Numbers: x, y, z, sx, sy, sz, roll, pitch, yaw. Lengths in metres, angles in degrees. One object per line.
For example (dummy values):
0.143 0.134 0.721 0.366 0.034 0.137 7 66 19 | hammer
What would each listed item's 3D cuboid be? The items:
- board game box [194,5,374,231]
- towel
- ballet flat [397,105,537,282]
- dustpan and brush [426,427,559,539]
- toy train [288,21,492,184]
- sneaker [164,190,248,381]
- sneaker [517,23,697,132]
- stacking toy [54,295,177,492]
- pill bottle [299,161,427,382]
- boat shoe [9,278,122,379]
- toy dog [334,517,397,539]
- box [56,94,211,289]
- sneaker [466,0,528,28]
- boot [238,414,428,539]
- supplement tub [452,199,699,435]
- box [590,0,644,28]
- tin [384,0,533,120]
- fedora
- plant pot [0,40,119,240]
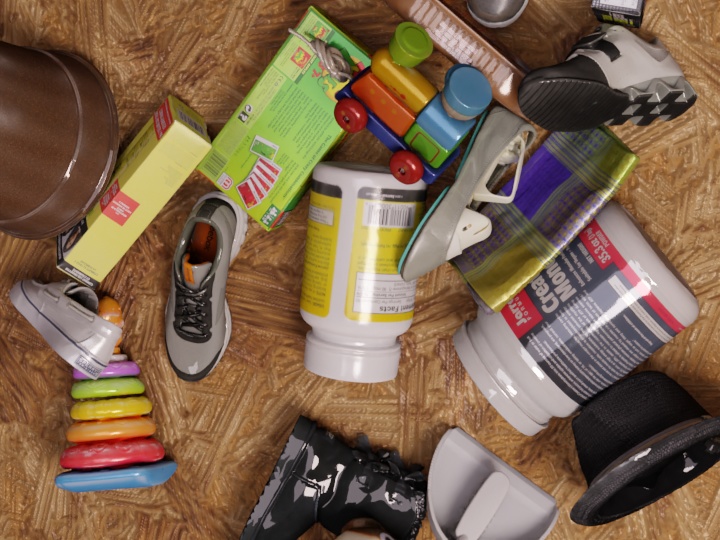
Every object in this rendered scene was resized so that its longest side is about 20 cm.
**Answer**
-0.065 -0.150 1.189 0.101 0.048 0.201 40 104 4 | board game box
0.163 -0.057 1.108 0.023 0.144 0.200 39 103 -26 | towel
0.106 -0.066 1.116 0.063 0.068 0.201 26 72 14 | ballet flat
0.101 0.252 1.138 0.139 0.057 0.200 35 60 5 | dustpan and brush
0.023 -0.182 1.075 0.200 0.085 0.116 43 143 2 | toy train
-0.169 0.020 1.219 0.073 0.079 0.202 13 106 10 | sneaker
0.209 -0.179 1.071 0.074 0.198 0.089 -41 62 48 | sneaker
-0.265 0.128 1.254 0.108 0.116 0.202 -6 85 10 | stacking toy
0.000 0.000 1.162 0.113 0.114 0.202 8 99 11 | pill bottle
-0.297 0.045 1.223 0.066 0.074 0.200 -52 43 -5 | boat shoe
0.015 0.340 1.169 0.192 0.140 0.202 12 124 23 | toy dog
-0.234 -0.080 1.218 0.050 0.075 0.200 35 107 -29 | box
0.135 -0.328 1.103 0.076 0.082 0.202 13 100 10 | sneaker
-0.028 0.259 1.229 0.161 0.073 0.200 27 104 2 | boot
0.199 0.045 1.109 0.200 0.140 0.141 -40 88 14 | supplement tub
0.244 -0.320 1.040 0.044 0.160 0.202 12 99 12 | box
0.099 -0.213 1.111 0.200 0.112 0.042 42 103 5 | tin
0.259 0.154 1.103 0.200 0.200 0.092 -38 63 14 | fedora
-0.371 -0.144 1.155 0.198 0.198 0.203 -3 82 23 | plant pot
